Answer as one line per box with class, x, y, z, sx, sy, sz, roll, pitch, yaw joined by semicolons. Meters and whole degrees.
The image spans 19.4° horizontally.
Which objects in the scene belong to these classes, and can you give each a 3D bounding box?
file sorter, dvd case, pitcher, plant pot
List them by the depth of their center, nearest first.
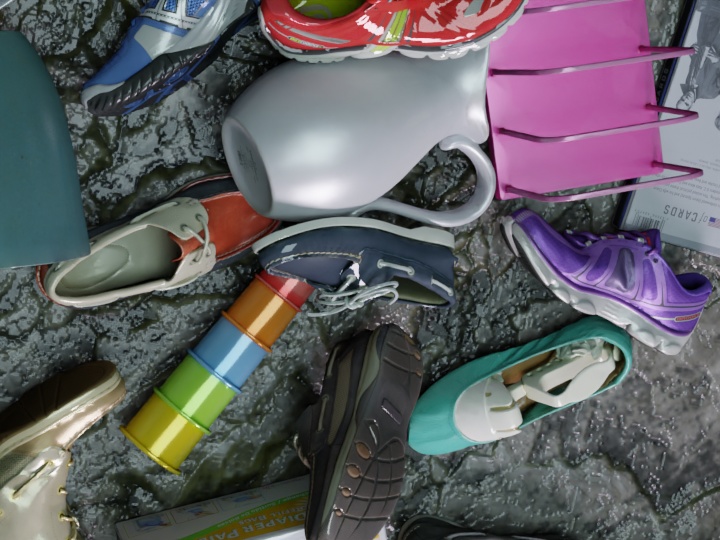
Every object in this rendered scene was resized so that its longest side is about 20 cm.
plant pot;-0.293;-0.085;1.464;0.200;0.201;0.161;-5;95;-15
pitcher;0.008;-0.090;1.587;0.200;0.121;0.172;-23;112;-21
file sorter;0.174;-0.158;1.595;0.139;0.125;0.200;-10;99;-14
dvd case;0.303;-0.111;1.712;0.150;0.025;0.200;15;100;-19

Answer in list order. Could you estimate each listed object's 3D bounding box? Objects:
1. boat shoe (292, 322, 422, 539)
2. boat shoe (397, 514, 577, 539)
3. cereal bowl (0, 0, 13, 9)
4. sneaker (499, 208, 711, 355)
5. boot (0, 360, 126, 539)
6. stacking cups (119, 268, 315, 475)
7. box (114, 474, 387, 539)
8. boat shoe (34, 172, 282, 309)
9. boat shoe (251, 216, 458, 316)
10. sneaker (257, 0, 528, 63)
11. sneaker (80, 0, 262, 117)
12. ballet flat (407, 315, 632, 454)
boat shoe;-0.009;0.133;1.621;0.075;0.073;0.200;51;45;-37
boat shoe;0.126;0.249;1.738;0.200;0.057;0.067;14;100;-19
cereal bowl;-0.307;-0.267;1.460;0.200;0.083;0.200;-3;101;-15
sneaker;0.196;-0.008;1.680;0.200;0.081;0.083;25;104;-29
boot;-0.228;0.177;1.606;0.200;0.073;0.155;-38;108;0
stacking cups;-0.104;0.060;1.626;0.060;0.061;0.200;37;88;-21
box;-0.079;0.240;1.652;0.200;0.101;0.113;-13;108;-13
boat shoe;-0.147;-0.020;1.587;0.200;0.063;0.071;-17;106;-12
boat shoe;0.000;0.000;1.592;0.200;0.075;0.062;6;72;-51
sneaker;0.026;-0.194;1.497;0.200;0.085;0.077;-12;71;1
sneaker;-0.131;-0.190;1.551;0.200;0.076;0.077;-41;88;-2
ballet flat;0.131;0.095;1.692;0.200;0.070;0.067;-26;110;-8
